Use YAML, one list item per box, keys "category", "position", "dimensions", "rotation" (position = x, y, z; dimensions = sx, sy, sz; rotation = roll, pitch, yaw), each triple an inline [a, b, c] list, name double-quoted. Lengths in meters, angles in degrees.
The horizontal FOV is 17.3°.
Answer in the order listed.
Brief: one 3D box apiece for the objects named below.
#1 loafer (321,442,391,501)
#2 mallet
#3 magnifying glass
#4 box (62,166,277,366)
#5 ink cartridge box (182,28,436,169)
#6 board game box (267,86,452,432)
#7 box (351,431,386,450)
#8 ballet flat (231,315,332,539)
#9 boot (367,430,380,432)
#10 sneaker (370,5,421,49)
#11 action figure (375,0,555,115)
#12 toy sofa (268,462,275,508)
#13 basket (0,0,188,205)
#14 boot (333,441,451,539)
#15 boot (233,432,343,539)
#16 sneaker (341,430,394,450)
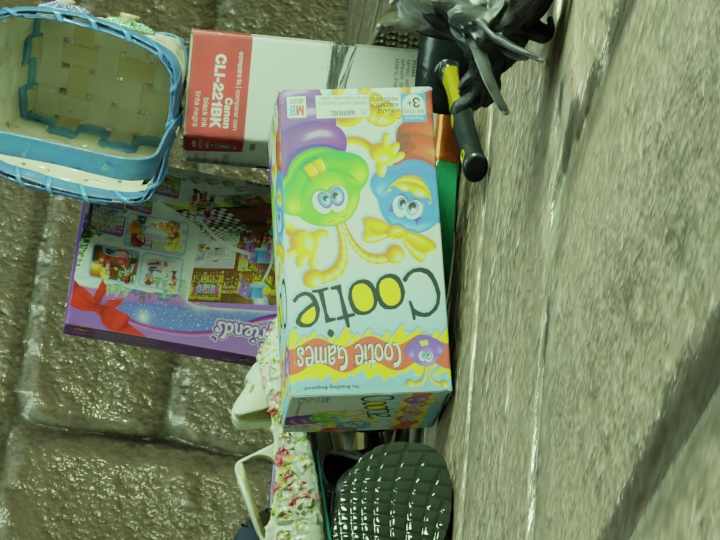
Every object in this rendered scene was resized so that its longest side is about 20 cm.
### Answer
- category: "loafer"
  position: [0.006, 0.158, 1.616]
  dimensions: [0.200, 0.063, 0.072]
  rotation: [-112, 30, -84]
- category: "mallet"
  position: [0.062, -0.097, 1.520]
  dimensions: [0.200, 0.041, 0.066]
  rotation: [-95, 11, -57]
- category: "magnifying glass"
  position: [0.055, -0.053, 1.625]
  dimensions: [0.080, 0.022, 0.202]
  rotation: [120, 158, -82]
- category: "box"
  position: [-0.121, -0.004, 1.818]
  dimensions: [0.039, 0.199, 0.138]
  rotation: [129, 151, -73]
- category: "ink cartridge box"
  position: [-0.033, -0.122, 1.793]
  dimensions: [0.144, 0.198, 0.084]
  rotation: [127, 147, -83]
- category: "board game box"
  position: [-0.003, -0.006, 1.525]
  dimensions: [0.105, 0.102, 0.201]
  rotation: [108, 159, -73]
- category: "box"
  position: [0.000, 0.222, 1.793]
  dimensions: [0.201, 0.021, 0.164]
  rotation: [101, 168, -51]
- category: "ballet flat"
  position: [-0.059, 0.122, 1.670]
  dimensions: [0.076, 0.063, 0.201]
  rotation: [91, 172, -68]
- category: "boot"
  position: [0.000, 0.000, 1.658]
  dimensions: [0.131, 0.067, 0.201]
  rotation: [67, -153, -58]
- category: "sneaker"
  position: [0.036, -0.142, 1.959]
  dimensions: [0.076, 0.070, 0.201]
  rotation: [-58, -13, -46]
- category: "action figure"
  position: [0.054, -0.161, 1.212]
  dimensions: [0.201, 0.101, 0.119]
  rotation: [-84, 15, -52]
- category: "toy sofa"
  position: [-0.034, 0.187, 1.977]
  dimensions: [0.083, 0.097, 0.201]
  rotation: [106, 170, -67]
- category: "basket"
  position: [-0.215, -0.119, 1.720]
  dimensions: [0.200, 0.175, 0.140]
  rotation: [-68, -10, -63]
- category: "boot"
  position: [0.013, 0.213, 1.396]
  dimensions: [0.131, 0.067, 0.201]
  rotation: [92, -176, -53]
- category: "boot"
  position: [-0.057, 0.184, 1.765]
  dimensions: [0.075, 0.096, 0.201]
  rotation: [101, 166, -50]
- category: "sneaker"
  position: [-0.001, 0.086, 1.814]
  dimensions: [0.100, 0.074, 0.201]
  rotation: [-94, 10, -56]
